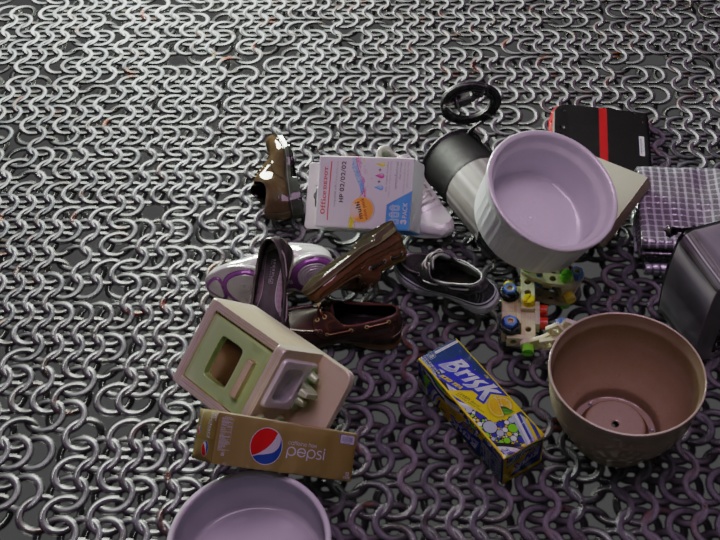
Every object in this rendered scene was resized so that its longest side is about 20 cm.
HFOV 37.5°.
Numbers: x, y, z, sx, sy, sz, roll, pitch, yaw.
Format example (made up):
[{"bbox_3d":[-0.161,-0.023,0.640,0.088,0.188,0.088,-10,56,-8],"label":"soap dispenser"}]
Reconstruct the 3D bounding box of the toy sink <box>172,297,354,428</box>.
[{"bbox_3d":[-0.132,0.144,1.425,0.200,0.112,0.131,33,98,28],"label":"toy sink"}]

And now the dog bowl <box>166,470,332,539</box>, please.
[{"bbox_3d":[-0.132,0.348,1.288,0.199,0.079,0.201,-1,45,1],"label":"dog bowl"}]

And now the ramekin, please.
[{"bbox_3d":[0.262,-0.094,1.542,0.199,0.098,0.202,7,61,-12],"label":"ramekin"}]

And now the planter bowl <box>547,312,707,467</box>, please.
[{"bbox_3d":[0.341,0.174,1.396,0.199,0.135,0.201,-1,45,1],"label":"planter bowl"}]

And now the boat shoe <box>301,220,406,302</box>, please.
[{"bbox_3d":[0.000,0.000,1.566,0.200,0.068,0.072,-37,11,-34],"label":"boat shoe"}]

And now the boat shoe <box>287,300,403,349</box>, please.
[{"bbox_3d":[-0.037,0.071,1.559,0.199,0.071,0.071,-1,49,4],"label":"boat shoe"}]

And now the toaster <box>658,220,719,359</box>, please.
[{"bbox_3d":[0.526,0.016,1.509,0.199,0.181,0.119,-14,48,-12],"label":"toaster"}]

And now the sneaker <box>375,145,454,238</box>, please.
[{"bbox_3d":[0.079,-0.126,1.724,0.075,0.100,0.200,-27,52,-24],"label":"sneaker"}]

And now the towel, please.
[{"bbox_3d":[0.514,-0.083,1.672,0.164,0.086,0.201,3,46,7],"label":"towel"}]

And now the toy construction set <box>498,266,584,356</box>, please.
[{"bbox_3d":[0.268,0.059,1.550,0.130,0.093,0.200,3,35,5],"label":"toy construction set"}]

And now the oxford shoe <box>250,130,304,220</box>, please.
[{"bbox_3d":[-0.148,-0.163,1.790,0.084,0.073,0.201,-11,45,-2],"label":"oxford shoe"}]

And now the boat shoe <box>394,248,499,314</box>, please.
[{"bbox_3d":[0.125,0.000,1.594,0.199,0.071,0.072,19,56,42],"label":"boat shoe"}]

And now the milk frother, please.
[{"bbox_3d":[0.195,-0.167,1.674,0.180,0.200,0.188,-40,50,5],"label":"milk frother"}]

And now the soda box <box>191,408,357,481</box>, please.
[{"bbox_3d":[-0.107,0.221,1.340,0.199,0.068,0.064,15,80,-30],"label":"soda box"}]

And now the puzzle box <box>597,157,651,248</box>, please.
[{"bbox_3d":[0.347,-0.127,1.707,0.200,0.025,0.133,31,77,41],"label":"puzzle box"}]

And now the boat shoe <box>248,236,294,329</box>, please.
[{"bbox_3d":[-0.135,0.049,1.529,0.066,0.057,0.201,2,79,16],"label":"boat shoe"}]

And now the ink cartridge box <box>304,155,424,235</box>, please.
[{"bbox_3d":[-0.005,-0.120,1.687,0.199,0.068,0.116,3,87,19],"label":"ink cartridge box"}]

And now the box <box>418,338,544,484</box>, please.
[{"bbox_3d":[0.160,0.188,1.440,0.070,0.065,0.200,-25,51,-20],"label":"box"}]

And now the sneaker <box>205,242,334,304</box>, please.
[{"bbox_3d":[-0.138,0.005,1.631,0.199,0.075,0.100,-9,24,-4],"label":"sneaker"}]

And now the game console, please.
[{"bbox_3d":[0.415,-0.215,1.848,0.176,0.031,0.201,8,47,4],"label":"game console"}]
